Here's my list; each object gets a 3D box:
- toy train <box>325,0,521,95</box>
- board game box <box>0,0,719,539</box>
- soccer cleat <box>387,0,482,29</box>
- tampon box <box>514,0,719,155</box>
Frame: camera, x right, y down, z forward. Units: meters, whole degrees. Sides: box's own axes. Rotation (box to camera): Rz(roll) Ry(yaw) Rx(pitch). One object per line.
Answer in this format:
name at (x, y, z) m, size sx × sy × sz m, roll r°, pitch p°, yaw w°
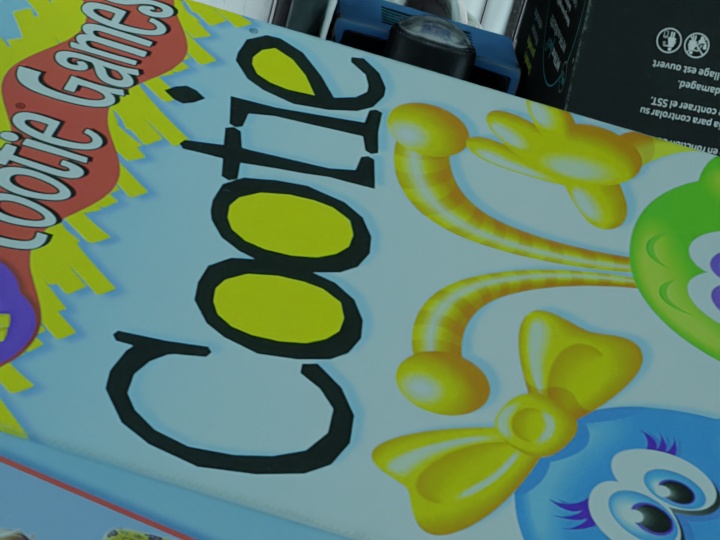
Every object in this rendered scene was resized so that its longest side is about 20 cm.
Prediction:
toy train at (0.000, 0.000, 0.908) m, size 0.114 × 0.086 × 0.201 m, roll -82°, pitch -173°, yaw -73°
board game box at (0.017, 0.044, 0.382) m, size 0.103 × 0.199 × 0.105 m, roll -69°, pitch 174°, yaw -49°
soccer cleat at (0.029, -0.080, 1.055) m, size 0.200 × 0.070 × 0.087 m, roll -56°, pitch 163°, yaw -78°
tampon box at (0.112, -0.017, 0.890) m, size 0.150 × 0.126 × 0.201 m, roll -95°, pitch -164°, yaw -71°
